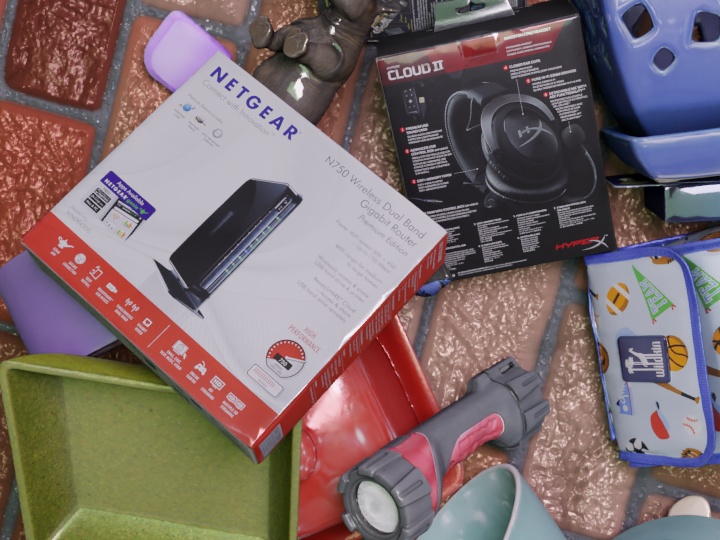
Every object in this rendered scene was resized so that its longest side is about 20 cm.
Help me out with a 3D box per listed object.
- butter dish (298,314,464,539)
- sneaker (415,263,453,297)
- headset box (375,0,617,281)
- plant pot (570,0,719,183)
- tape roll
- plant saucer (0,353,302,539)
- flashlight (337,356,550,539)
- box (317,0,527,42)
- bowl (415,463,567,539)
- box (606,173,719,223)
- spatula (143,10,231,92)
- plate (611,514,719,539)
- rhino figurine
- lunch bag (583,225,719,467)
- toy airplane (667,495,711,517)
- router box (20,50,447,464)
[{"bbox_3d":[-0.045,0.126,0.939,0.199,0.148,0.200,-24,90,8],"label":"butter dish"},{"bbox_3d":[0.000,0.000,0.903,0.078,0.200,0.075,-46,108,-15],"label":"sneaker"},{"bbox_3d":[0.099,-0.104,0.916,0.148,0.077,0.201,-12,110,7],"label":"headset box"},{"bbox_3d":[0.256,-0.163,0.869,0.199,0.200,0.181,-8,99,5],"label":"plant pot"},{"bbox_3d":[-0.163,0.000,0.918,0.199,0.200,0.085,-26,91,7],"label":"tape roll"},{"bbox_3d":[-0.135,0.135,0.849,0.198,0.048,0.201,8,128,5],"label":"plant saucer"},{"bbox_3d":[0.069,0.134,0.906,0.068,0.200,0.068,33,125,28],"label":"flashlight"},{"bbox_3d":[0.042,-0.242,0.886,0.160,0.200,0.049,-1,62,6],"label":"box"},{"bbox_3d":[0.095,0.255,0.913,0.105,0.201,0.201,35,97,-7],"label":"bowl"},{"bbox_3d":[0.281,-0.059,0.904,0.199,0.121,0.033,-2,98,7],"label":"box"},{"bbox_3d":[-0.088,-0.126,0.992,0.200,0.021,0.057,39,95,2],"label":"spatula"},{"bbox_3d":[0.209,0.259,0.881,0.200,0.200,0.026,-42,120,7],"label":"plate"},{"bbox_3d":[-0.037,-0.152,0.875,0.060,0.087,0.200,45,105,28],"label":"rhino figurine"},{"bbox_3d":[0.274,0.052,0.915,0.199,0.124,0.171,-9,92,21],"label":"lunch bag"},{"bbox_3d":[0.256,0.305,0.935,0.200,0.141,0.199,-53,49,15],"label":"toy airplane"},{"bbox_3d":[-0.078,-0.013,0.773,0.200,0.049,0.180,39,74,15],"label":"router box"}]
